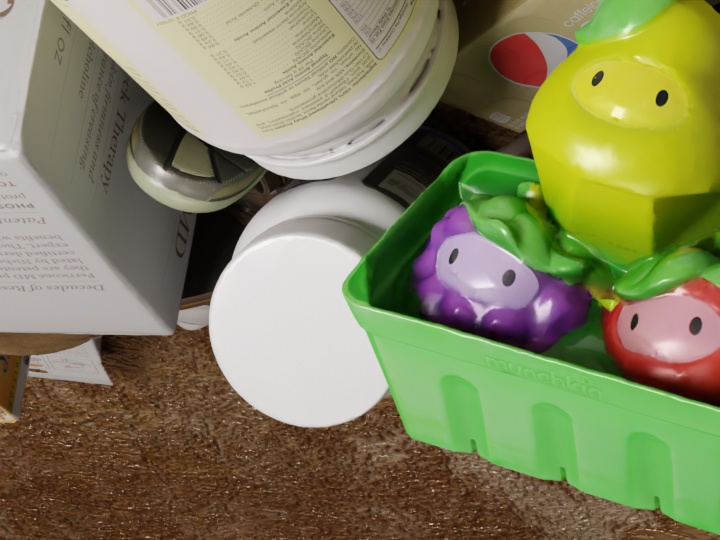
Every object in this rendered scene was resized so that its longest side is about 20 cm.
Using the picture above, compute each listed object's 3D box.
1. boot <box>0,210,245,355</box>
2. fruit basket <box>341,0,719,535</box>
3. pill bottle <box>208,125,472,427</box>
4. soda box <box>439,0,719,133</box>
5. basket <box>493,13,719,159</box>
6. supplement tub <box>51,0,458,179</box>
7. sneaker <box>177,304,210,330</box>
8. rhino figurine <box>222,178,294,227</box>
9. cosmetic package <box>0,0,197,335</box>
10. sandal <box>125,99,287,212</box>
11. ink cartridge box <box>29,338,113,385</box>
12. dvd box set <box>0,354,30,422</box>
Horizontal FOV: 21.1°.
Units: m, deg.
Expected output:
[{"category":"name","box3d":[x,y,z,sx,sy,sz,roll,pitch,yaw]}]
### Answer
[{"category":"boot","box3d":[-0.146,0.006,1.062,0.199,0.074,0.076,-5,145,17]},{"category":"fruit basket","box3d":[0.109,-0.015,0.823,0.215,0.156,0.216,18,131,22]},{"category":"pill bottle","box3d":[0.000,0.000,0.976,0.113,0.114,0.200,0,-163,16]},{"category":"soda box","box3d":[0.104,-0.136,0.882,0.068,0.064,0.200,20,153,-24]},{"category":"basket","box3d":[0.164,-0.037,0.940,0.200,0.136,0.180,-22,128,27]},{"category":"supplement tub","box3d":[-0.053,-0.138,0.825,0.145,0.145,0.200,-6,152,27]},{"category":"sneaker","box3d":[-0.161,-0.023,1.131,0.200,0.075,0.087,33,150,4]},{"category":"rhino figurine","box3d":[-0.072,-0.032,1.159,0.087,0.060,0.200,27,148,-14]},{"category":"cosmetic package","box3d":[-0.187,-0.082,0.958,0.166,0.168,0.200,0,155,17]},{"category":"sandal","box3d":[-0.066,-0.066,0.973,0.080,0.201,0.057,28,118,12]},{"category":"ink cartridge box","box3d":[-0.261,0.028,1.376,0.162,0.050,0.200,6,163,3]},{"category":"dvd box set","box3d":[-0.251,-0.012,1.153,0.029,0.147,0.200,-4,152,19]}]
